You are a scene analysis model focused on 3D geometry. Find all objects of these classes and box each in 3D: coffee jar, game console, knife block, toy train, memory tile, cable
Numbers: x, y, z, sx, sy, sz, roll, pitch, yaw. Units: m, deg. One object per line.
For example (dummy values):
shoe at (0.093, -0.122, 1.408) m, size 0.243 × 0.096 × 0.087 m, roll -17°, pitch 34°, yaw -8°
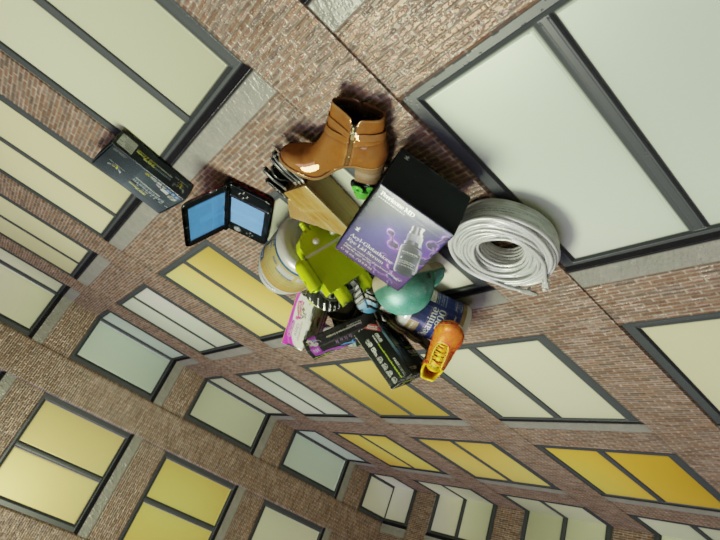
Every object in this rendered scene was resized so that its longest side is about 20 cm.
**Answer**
coffee jar at (-0.035, 0.118, 1.397) m, size 0.085 × 0.105 × 0.201 m, roll 14°, pitch 149°, yaw 20°
game console at (-0.309, -0.107, 1.213) m, size 0.171 × 0.119 × 0.200 m, roll 26°, pitch 152°, yaw -3°
knife block at (-0.089, -0.163, 1.014) m, size 0.198 × 0.064 × 0.176 m, roll 20°, pitch 152°, yaw 7°
toy train at (0.075, -0.144, 0.953) m, size 0.198 × 0.042 × 0.056 m, roll 11°, pitch 158°, yaw 22°
memory tile at (0.109, 0.142, 1.308) m, size 0.153 × 0.017 × 0.200 m, roll 33°, pitch -175°, yaw -17°
cable at (0.262, -0.047, 0.944) m, size 0.198 × 0.070 × 0.201 m, roll 16°, pitch 149°, yaw 16°

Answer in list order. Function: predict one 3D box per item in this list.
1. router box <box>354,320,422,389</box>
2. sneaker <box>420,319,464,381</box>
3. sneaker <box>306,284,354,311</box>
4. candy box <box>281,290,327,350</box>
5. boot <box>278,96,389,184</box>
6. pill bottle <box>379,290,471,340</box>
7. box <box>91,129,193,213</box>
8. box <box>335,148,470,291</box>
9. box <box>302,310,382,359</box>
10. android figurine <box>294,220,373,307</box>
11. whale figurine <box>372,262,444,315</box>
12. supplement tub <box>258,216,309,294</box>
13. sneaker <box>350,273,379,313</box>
router box at (0.080, 0.198, 1.242) m, size 0.150 × 0.062 × 0.200 m, roll 54°, pitch -169°, yaw 16°
sneaker at (0.182, 0.182, 1.149) m, size 0.072 × 0.078 × 0.201 m, roll 17°, pitch 138°, yaw 8°
sneaker at (-0.068, 0.044, 1.250) m, size 0.090 × 0.079 × 0.199 m, roll 20°, pitch -162°, yaw 35°
candy box at (-0.134, 0.123, 1.360) m, size 0.060 × 0.138 × 0.200 m, roll 19°, pitch -177°, yaw 8°
boot at (-0.049, -0.220, 0.873) m, size 0.198 × 0.077 × 0.156 m, roll 16°, pitch 152°, yaw 8°
pill bottle at (0.150, 0.095, 1.215) m, size 0.198 × 0.112 × 0.111 m, roll 25°, pitch 151°, yaw -2°
box at (-0.521, -0.229, 1.238) m, size 0.157 × 0.051 × 0.200 m, roll -9°, pitch 138°, yaw 46°
box at (0.068, -0.082, 0.898) m, size 0.147 × 0.105 × 0.200 m, roll 33°, pitch 142°, yaw -4°
box at (-0.039, 0.162, 1.293) m, size 0.198 × 0.036 × 0.143 m, roll -24°, pitch 163°, yaw -4°
android figurine at (-0.055, -0.029, 1.093) m, size 0.201 × 0.181 × 0.041 m, roll 58°, pitch 154°, yaw 3°
whale figurine at (0.113, 0.038, 1.082) m, size 0.158 × 0.105 × 0.199 m, roll -25°, pitch 167°, yaw 29°
supplement tub at (-0.150, -0.030, 1.195) m, size 0.144 × 0.146 × 0.200 m, roll 32°, pitch 150°, yaw -14°
sneaker at (0.000, 0.000, 1.207) m, size 0.072 × 0.082 × 0.202 m, roll -5°, pitch 120°, yaw 16°
